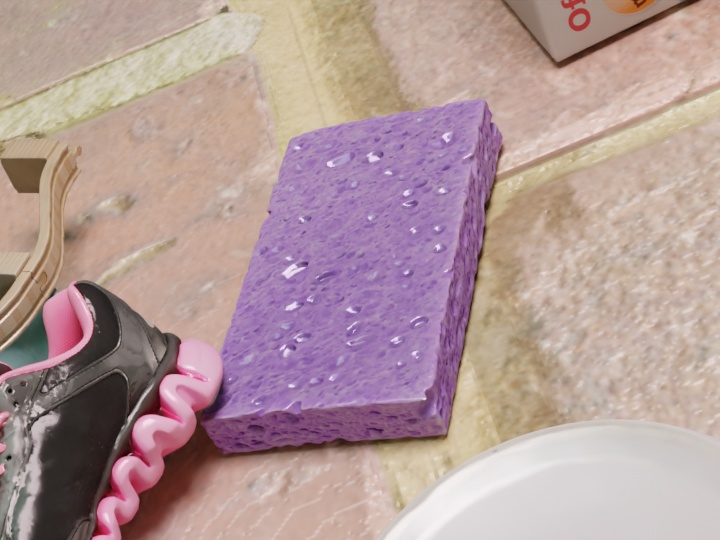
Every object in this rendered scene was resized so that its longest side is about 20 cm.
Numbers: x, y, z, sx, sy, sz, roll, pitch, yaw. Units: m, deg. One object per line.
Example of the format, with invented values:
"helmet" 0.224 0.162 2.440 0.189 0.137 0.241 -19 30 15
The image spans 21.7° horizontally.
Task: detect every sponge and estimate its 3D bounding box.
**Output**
"sponge" 0.000 0.000 0.883 0.111 0.030 0.201 -9 42 22

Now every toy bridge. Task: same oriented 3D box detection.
"toy bridge" -0.184 0.004 0.925 0.067 0.027 0.201 2 45 27

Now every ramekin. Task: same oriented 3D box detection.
"ramekin" 0.079 0.138 0.622 0.201 0.095 0.203 -16 38 12

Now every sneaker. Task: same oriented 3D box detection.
"sneaker" -0.139 0.086 0.791 0.079 0.095 0.201 -27 27 47

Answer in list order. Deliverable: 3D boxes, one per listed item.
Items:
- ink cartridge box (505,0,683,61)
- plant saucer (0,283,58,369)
"ink cartridge box" 0.144 -0.236 0.982 0.199 0.148 0.145 -26 37 0
"plant saucer" -0.223 0.077 0.913 0.199 0.036 0.201 -15 39 12
